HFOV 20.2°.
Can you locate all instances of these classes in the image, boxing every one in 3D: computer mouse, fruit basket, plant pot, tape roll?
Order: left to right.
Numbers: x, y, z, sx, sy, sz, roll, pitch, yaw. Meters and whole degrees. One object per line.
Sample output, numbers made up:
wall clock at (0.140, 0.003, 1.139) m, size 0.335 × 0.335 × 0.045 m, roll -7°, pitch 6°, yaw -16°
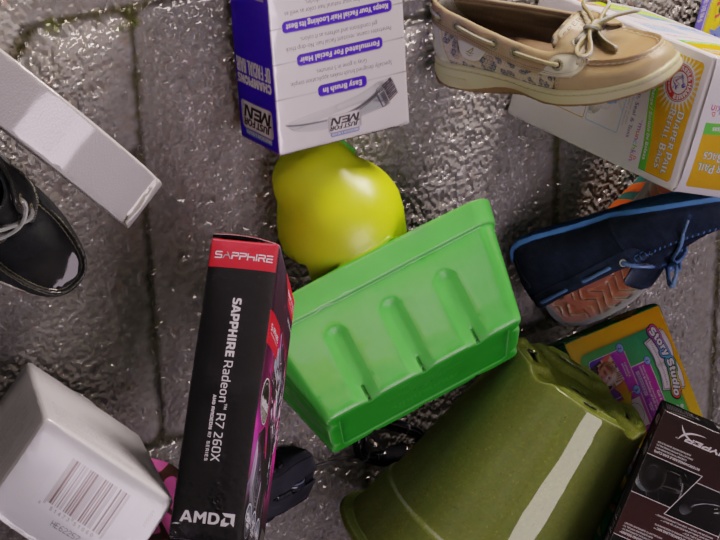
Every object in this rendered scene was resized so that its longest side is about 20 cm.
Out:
tape roll at (-0.208, -0.101, 1.231) m, size 0.037 × 0.203 × 0.203 m, roll -52°, pitch 129°, yaw -4°
computer mouse at (-0.028, 0.159, 1.581) m, size 0.200 × 0.034 × 0.059 m, roll -16°, pitch 118°, yaw -29°
fruit basket at (0.000, 0.000, 1.478) m, size 0.216 × 0.216 × 0.156 m, roll -42°, pitch 164°, yaw -12°
plant pot at (0.118, 0.161, 1.552) m, size 0.200 × 0.200 × 0.190 m, roll 23°, pitch 108°, yaw -39°

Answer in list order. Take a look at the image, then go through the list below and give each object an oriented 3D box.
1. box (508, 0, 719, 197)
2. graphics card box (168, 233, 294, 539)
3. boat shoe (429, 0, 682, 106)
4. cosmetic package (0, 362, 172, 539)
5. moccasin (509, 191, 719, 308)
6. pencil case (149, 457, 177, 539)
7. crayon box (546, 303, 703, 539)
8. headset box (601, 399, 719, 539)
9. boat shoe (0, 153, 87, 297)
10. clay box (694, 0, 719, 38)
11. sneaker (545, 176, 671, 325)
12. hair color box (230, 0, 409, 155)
box at (0.222, -0.131, 1.513) m, size 0.112 × 0.200 × 0.102 m, roll 5°, pitch 107°, yaw -36°
graphics card box at (-0.082, 0.091, 1.325) m, size 0.126 × 0.051 × 0.201 m, roll 83°, pitch 14°, yaw -71°
boat shoe at (0.133, -0.161, 1.445) m, size 0.073 × 0.200 × 0.063 m, roll -42°, pitch 128°, yaw -45°
cosmetic package at (-0.193, 0.131, 1.334) m, size 0.102 × 0.200 × 0.074 m, roll 36°, pitch 87°, yaw -13°
moccasin at (0.216, -0.018, 1.577) m, size 0.080 × 0.200 × 0.068 m, roll -22°, pitch 96°, yaw -54°
pencil case at (-0.155, 0.202, 1.412) m, size 0.090 × 0.200 × 0.094 m, roll -17°, pitch 110°, yaw 1°
crayon box at (0.224, 0.140, 1.655) m, size 0.119 × 0.058 × 0.201 m, roll -19°, pitch 86°, yaw -39°
headset box at (0.222, 0.205, 1.519) m, size 0.149 × 0.077 × 0.200 m, roll 1°, pitch 112°, yaw -82°
boat shoe at (-0.246, -0.040, 1.321) m, size 0.072 × 0.068 × 0.200 m, roll -49°, pitch 131°, yaw -8°
clay box at (0.344, -0.188, 1.552) m, size 0.048 × 0.200 × 0.115 m, roll 42°, pitch 50°, yaw -28°
sneaker at (0.231, -0.033, 1.647) m, size 0.200 × 0.071 × 0.080 m, roll -46°, pitch 173°, yaw 15°
hair color box at (-0.031, -0.190, 1.396) m, size 0.109 × 0.065 × 0.201 m, roll -15°, pitch 113°, yaw -28°
